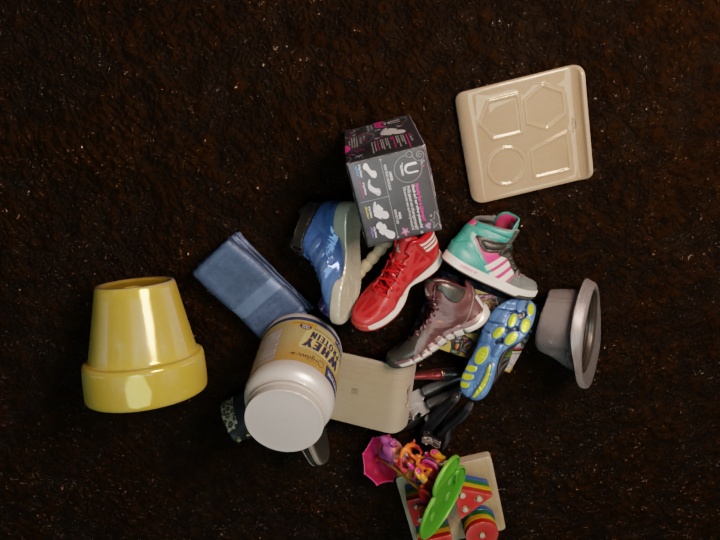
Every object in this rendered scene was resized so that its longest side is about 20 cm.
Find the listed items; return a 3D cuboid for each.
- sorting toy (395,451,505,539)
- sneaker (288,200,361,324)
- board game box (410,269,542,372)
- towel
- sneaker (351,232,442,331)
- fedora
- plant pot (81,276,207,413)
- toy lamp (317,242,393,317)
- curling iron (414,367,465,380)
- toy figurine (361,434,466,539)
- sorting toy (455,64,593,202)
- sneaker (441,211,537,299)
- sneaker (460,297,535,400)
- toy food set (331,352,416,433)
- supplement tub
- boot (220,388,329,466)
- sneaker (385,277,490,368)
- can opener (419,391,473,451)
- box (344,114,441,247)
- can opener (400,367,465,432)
[{"bbox_3d":[0.191,0.490,1.341,0.197,0.070,0.201,-14,113,4],"label":"sorting toy"},{"bbox_3d":[-0.062,-0.016,1.079,0.111,0.077,0.201,7,103,27],"label":"sneaker"},{"bbox_3d":[0.209,0.094,1.185,0.199,0.035,0.136,20,112,-11],"label":"board game box"},{"bbox_3d":[-0.186,0.034,1.134,0.111,0.049,0.200,-38,112,17],"label":"towel"},{"bbox_3d":[0.048,-0.002,1.056,0.200,0.078,0.116,-48,145,-20],"label":"sneaker"},{"bbox_3d":[0.362,0.105,1.149,0.090,0.178,0.200,7,147,29],"label":"fedora"},{"bbox_3d":[-0.366,0.113,1.094,0.199,0.201,0.190,-5,98,0],"label":"plant pot"},{"bbox_3d":[0.000,0.000,1.123,0.058,0.058,0.200,35,107,-16],"label":"toy lamp"},{"bbox_3d":[0.143,0.183,1.210,0.198,0.026,0.050,2,110,8],"label":"curling iron"},{"bbox_3d":[0.084,0.371,1.230,0.183,0.150,0.201,27,139,29],"label":"toy figurine"},{"bbox_3d":[0.263,-0.217,1.054,0.199,0.037,0.186,-11,114,7],"label":"sorting toy"},{"bbox_3d":[0.243,-0.034,1.108,0.199,0.084,0.121,22,105,-27],"label":"sneaker"},{"bbox_3d":[0.237,0.133,1.151,0.071,0.083,0.200,30,95,13],"label":"sneaker"},{"bbox_3d":[-0.003,0.207,1.205,0.199,0.060,0.144,11,115,11],"label":"toy food set"},{"bbox_3d":[-0.108,0.178,1.065,0.143,0.200,0.145,2,119,3],"label":"supplement tub"},{"bbox_3d":[-0.157,0.286,1.201,0.153,0.073,0.204,-33,75,15],"label":"boot"},{"bbox_3d":[0.113,0.076,1.123,0.199,0.076,0.116,-30,107,0],"label":"sneaker"},{"bbox_3d":[0.153,0.272,1.200,0.063,0.079,0.200,23,147,6],"label":"can opener"},{"bbox_3d":[0.046,-0.140,0.984,0.114,0.200,0.133,-13,114,5],"label":"box"},{"bbox_3d":[0.141,0.242,1.247,0.199,0.053,0.066,-29,147,12],"label":"can opener"}]
